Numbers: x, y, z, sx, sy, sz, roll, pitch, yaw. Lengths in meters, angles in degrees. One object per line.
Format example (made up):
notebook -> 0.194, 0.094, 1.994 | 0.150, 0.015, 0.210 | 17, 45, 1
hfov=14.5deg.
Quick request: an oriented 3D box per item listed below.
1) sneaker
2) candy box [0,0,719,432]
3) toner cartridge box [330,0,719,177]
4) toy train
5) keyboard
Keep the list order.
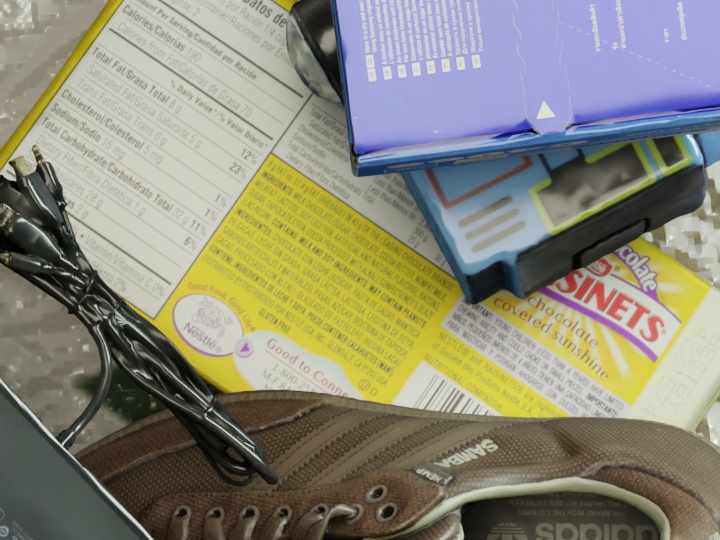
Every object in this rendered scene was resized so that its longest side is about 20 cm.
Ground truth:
sneaker -> -0.001, 0.067, 0.716 | 0.199, 0.076, 0.071 | -7, 96, 11
candy box -> 0.000, 0.000, 0.775 | 0.200, 0.026, 0.102 | 35, 79, 5
toner cartridge box -> 0.031, -0.128, 0.674 | 0.094, 0.043, 0.201 | -7, 88, 0
toy train -> 0.082, -0.077, 0.735 | 0.199, 0.087, 0.115 | -28, 84, -1
keyboard -> -0.081, 0.052, 0.664 | 0.200, 0.021, 0.127 | 48, 60, -8
